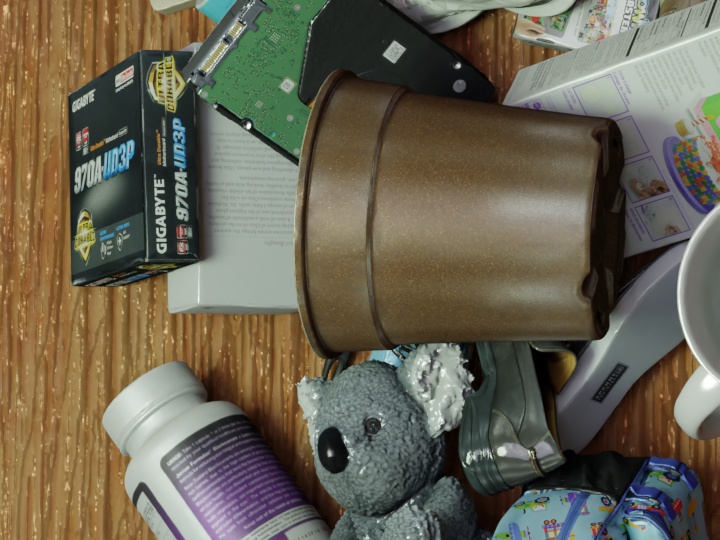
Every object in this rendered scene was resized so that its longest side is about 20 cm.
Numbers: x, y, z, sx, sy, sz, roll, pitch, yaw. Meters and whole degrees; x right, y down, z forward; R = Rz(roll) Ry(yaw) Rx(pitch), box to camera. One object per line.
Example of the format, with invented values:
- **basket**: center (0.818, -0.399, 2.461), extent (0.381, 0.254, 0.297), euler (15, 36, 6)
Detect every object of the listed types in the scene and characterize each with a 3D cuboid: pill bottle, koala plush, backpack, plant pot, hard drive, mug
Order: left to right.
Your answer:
- **pill bottle**: center (-0.111, 0.172, 1.760), extent (0.111, 0.111, 0.200), euler (-42, 72, 15)
- **hard drive**: center (-0.016, -0.141, 1.716), extent (0.140, 0.199, 0.038), euler (-51, 28, 12)
- **koala plush**: center (0.018, 0.158, 1.656), extent (0.177, 0.183, 0.202), euler (-23, 70, 37)
- **plant pot**: center (0.075, -0.032, 1.573), extent (0.197, 0.200, 0.202), euler (4, 87, 15)
- **backpack**: center (0.158, 0.232, 1.574), extent (0.134, 0.200, 0.184), euler (-4, 102, 23)
- **mug**: center (0.291, 0.039, 1.563), extent (0.200, 0.175, 0.148), euler (-48, 70, 13)

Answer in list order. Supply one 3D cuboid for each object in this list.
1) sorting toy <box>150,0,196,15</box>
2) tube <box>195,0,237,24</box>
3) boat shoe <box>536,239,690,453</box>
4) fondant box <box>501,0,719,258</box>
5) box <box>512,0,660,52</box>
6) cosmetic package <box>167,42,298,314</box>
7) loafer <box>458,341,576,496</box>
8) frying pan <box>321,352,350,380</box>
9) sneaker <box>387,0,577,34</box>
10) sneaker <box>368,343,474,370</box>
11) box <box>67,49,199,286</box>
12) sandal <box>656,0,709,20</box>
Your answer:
- **sorting toy**: center (-0.106, -0.331, 1.823), extent (0.199, 0.070, 0.200), euler (-16, 79, 22)
- **tube**: center (-0.030, -0.168, 1.746), extent (0.199, 0.050, 0.078), euler (31, 105, -17)
- **boat shoe**: center (0.180, 0.049, 1.675), extent (0.201, 0.070, 0.066), euler (-54, 44, 15)
- **fondant box**: center (0.220, -0.099, 1.618), extent (0.199, 0.058, 0.145), euler (-17, 115, 30)
- **box**: center (0.190, -0.258, 1.708), extent (0.109, 0.035, 0.202), euler (15, 92, 24)
- **cosmetic package**: center (-0.093, -0.069, 1.770), extent (0.071, 0.101, 0.202), euler (167, 104, -64)
- **loafer**: center (0.122, 0.068, 1.634), extent (0.072, 0.073, 0.201), euler (-11, 52, 25)
- **frying pan**: center (0.016, -0.005, 1.754), extent (0.031, 0.114, 0.191), euler (-124, 26, -53)
- **sneaker**: center (0.057, -0.226, 1.699), extent (0.200, 0.115, 0.076), euler (-1, 81, 43)
- **sneaker**: center (0.051, 0.027, 1.714), extent (0.078, 0.090, 0.201), euler (31, 99, 22)
- **box**: center (-0.178, -0.075, 1.781), extent (0.200, 0.046, 0.160), euler (167, 102, -66)
- **sandal**: center (0.241, -0.165, 1.632), extent (0.079, 0.057, 0.202), euler (13, 114, 4)
